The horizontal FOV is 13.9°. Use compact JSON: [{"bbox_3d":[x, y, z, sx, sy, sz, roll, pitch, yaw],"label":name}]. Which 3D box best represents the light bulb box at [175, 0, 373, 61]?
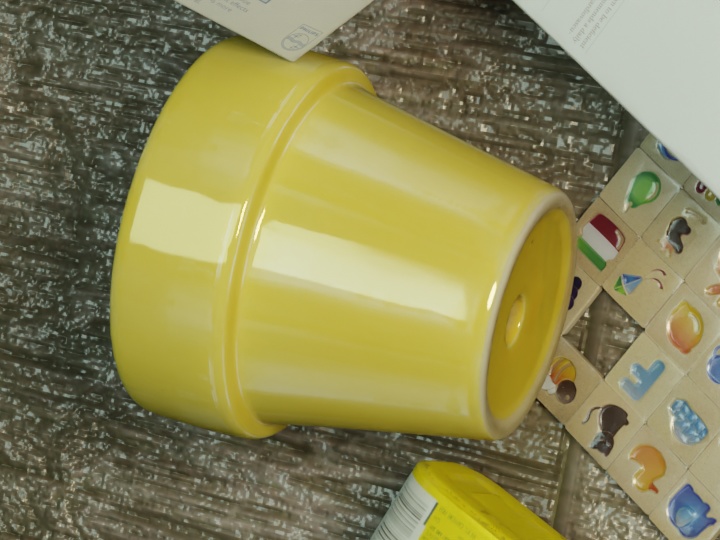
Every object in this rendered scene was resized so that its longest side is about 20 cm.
[{"bbox_3d":[-0.021,-0.248,1.425,0.200,0.124,0.199,-34,53,29],"label":"light bulb box"}]

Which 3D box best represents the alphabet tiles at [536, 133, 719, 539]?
[{"bbox_3d":[0.175,0.040,1.482,0.200,0.008,0.167,47,108,25],"label":"alphabet tiles"}]

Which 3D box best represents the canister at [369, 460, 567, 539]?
[{"bbox_3d":[0.037,0.217,1.504,0.148,0.086,0.201,38,103,28],"label":"canister"}]

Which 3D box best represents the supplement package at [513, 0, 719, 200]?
[{"bbox_3d":[0.179,-0.124,1.430,0.200,0.117,0.117,47,109,26],"label":"supplement package"}]

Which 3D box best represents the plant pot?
[{"bbox_3d":[0.000,0.000,1.489,0.188,0.201,0.202,16,94,20],"label":"plant pot"}]
